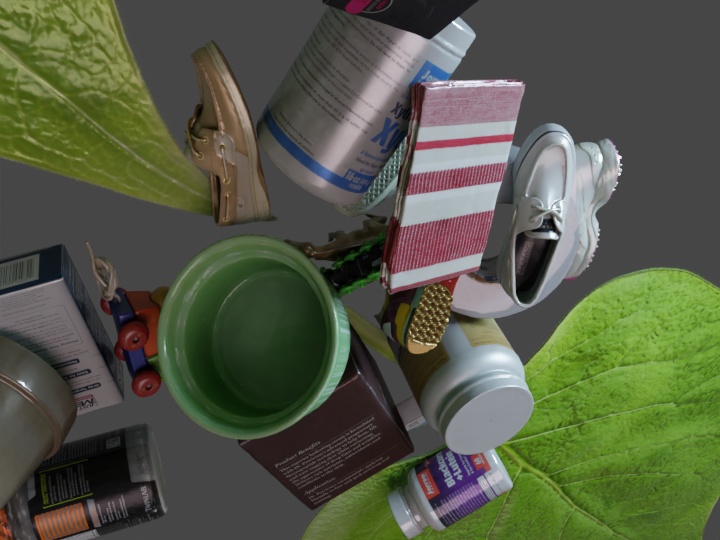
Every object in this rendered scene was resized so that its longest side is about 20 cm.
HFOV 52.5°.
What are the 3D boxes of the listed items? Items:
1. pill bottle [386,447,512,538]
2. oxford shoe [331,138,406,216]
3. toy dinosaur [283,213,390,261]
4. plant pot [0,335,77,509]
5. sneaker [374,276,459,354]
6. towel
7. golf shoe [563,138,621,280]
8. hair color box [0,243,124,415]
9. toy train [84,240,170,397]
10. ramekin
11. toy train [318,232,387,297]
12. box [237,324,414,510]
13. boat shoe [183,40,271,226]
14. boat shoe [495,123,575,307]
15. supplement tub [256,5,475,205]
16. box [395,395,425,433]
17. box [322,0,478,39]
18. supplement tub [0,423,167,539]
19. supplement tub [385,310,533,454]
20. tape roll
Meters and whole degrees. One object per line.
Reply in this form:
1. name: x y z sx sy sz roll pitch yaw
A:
1. pill bottle: 0.148 0.366 1.238 0.198 0.112 0.112 -32 134 4
2. oxford shoe: 0.047 -0.133 0.808 0.199 0.058 0.076 -40 89 1
3. toy dinosaur: 0.013 -0.036 0.831 0.196 0.101 0.059 -17 93 -2
4. plant pot: -0.414 0.183 0.733 0.195 0.176 0.203 5 135 5
5. sneaker: 0.072 -0.016 0.809 0.074 0.090 0.203 16 101 -44
6. towel: 0.087 -0.082 0.706 0.142 0.023 0.204 -12 123 -38
7. golf shoe: 0.269 -0.077 0.953 0.089 0.076 0.203 -1 123 -10
8. hair color box: -0.338 0.075 0.802 0.098 0.061 0.203 -15 133 -9
9. toy train: -0.225 0.036 0.815 0.114 0.085 0.203 -22 131 -25
10. ramekin: -0.105 0.071 0.774 0.198 0.202 0.098 -34 166 7
11. toy train: 0.000 0.000 0.810 0.056 0.043 0.199 -13 172 -35
12. box: -0.056 0.162 0.933 0.164 0.165 0.201 -29 134 3
13. boat shoe: -0.139 -0.121 0.717 0.068 0.074 0.203 -20 133 -12
14. boat shoe: 0.195 -0.055 0.805 0.070 0.066 0.204 9 115 -9
15. supplement tub: 0.001 -0.177 0.693 0.130 0.133 0.201 21 119 -36
16. box: 0.045 0.233 1.089 0.197 0.037 0.144 -27 163 1
17. box: 0.042 -0.301 0.541 0.104 0.205 0.122 7 165 -29
18. supplement tub: -0.353 0.277 0.925 0.196 0.123 0.124 -12 133 -14
19. supplement tub: 0.126 0.120 0.955 0.142 0.201 0.147 -12 133 -13
20. tape roll: 0.159 -0.045 0.881 0.196 0.066 0.204 -2 117 -5
